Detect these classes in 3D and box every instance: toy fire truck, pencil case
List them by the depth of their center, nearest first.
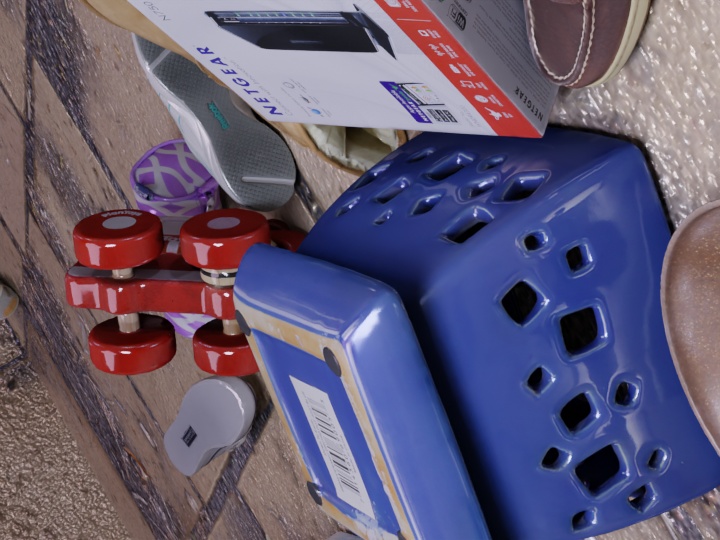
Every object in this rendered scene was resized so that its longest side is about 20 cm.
[{"bbox_3d":[-0.123,-0.004,1.195,0.168,0.199,0.112,-65,-27,-63],"label":"toy fire truck"},{"bbox_3d":[-0.147,-0.025,1.378,0.085,0.084,0.200,23,145,24],"label":"pencil case"}]

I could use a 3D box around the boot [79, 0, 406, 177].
[{"bbox_3d":[-0.080,-0.143,0.999,0.175,0.066,0.200,21,-166,-41],"label":"boot"}]

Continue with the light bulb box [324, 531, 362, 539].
[{"bbox_3d":[-0.040,0.346,1.420,0.125,0.198,0.200,66,159,-6],"label":"light bulb box"}]

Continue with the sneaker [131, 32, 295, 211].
[{"bbox_3d":[-0.123,-0.130,1.190,0.201,0.070,0.080,63,163,-5],"label":"sneaker"}]

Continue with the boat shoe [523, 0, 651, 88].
[{"bbox_3d":[0.079,-0.153,0.660,0.072,0.072,0.200,48,156,33],"label":"boat shoe"}]

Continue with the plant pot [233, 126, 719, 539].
[{"bbox_3d":[0.054,0.047,0.829,0.200,0.180,0.200,18,132,61],"label":"plant pot"}]

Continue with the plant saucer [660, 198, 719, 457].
[{"bbox_3d":[0.209,0.052,0.667,0.200,0.037,0.201,49,156,31],"label":"plant saucer"}]

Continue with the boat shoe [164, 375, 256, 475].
[{"bbox_3d":[-0.141,0.152,1.597,0.072,0.066,0.200,52,146,12],"label":"boat shoe"}]

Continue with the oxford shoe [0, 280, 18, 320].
[{"bbox_3d":[-0.633,0.049,2.681,0.058,0.075,0.200,30,174,-23],"label":"oxford shoe"}]

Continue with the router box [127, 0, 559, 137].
[{"bbox_3d":[-0.023,-0.134,0.742,0.179,0.049,0.200,7,161,37],"label":"router box"}]
